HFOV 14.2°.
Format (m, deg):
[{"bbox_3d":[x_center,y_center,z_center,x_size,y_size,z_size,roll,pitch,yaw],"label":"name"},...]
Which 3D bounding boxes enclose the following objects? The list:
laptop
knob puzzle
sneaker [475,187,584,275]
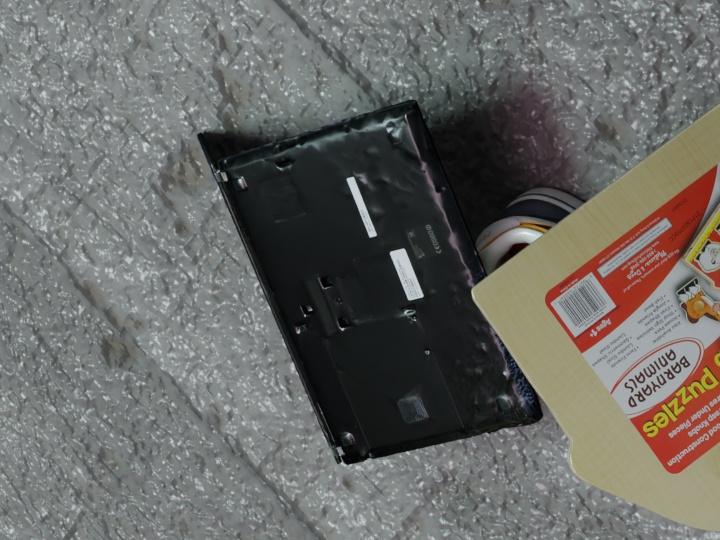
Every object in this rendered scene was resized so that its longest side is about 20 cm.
[{"bbox_3d":[0.000,0.000,1.521,0.199,0.103,0.178,-15,104,33],"label":"laptop"},{"bbox_3d":[0.180,0.038,1.398,0.218,0.030,0.221,0,89,-3],"label":"knob puzzle"},{"bbox_3d":[0.144,0.030,1.451,0.199,0.079,0.079,25,123,19],"label":"sneaker"}]
